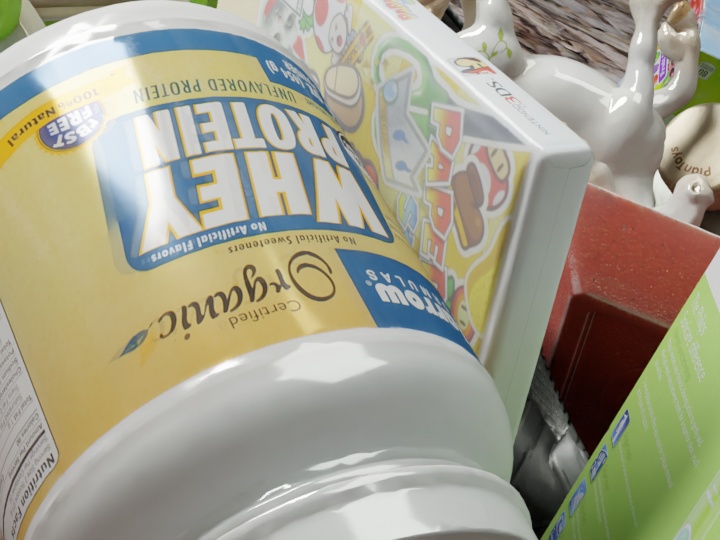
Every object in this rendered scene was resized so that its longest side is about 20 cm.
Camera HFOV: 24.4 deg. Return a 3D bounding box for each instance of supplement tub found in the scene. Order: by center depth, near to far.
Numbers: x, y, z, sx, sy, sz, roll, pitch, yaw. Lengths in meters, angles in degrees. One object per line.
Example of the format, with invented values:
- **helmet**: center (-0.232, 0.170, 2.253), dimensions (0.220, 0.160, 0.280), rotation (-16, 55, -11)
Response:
- **supplement tub**: center (-0.043, 0.034, 0.490), dimensions (0.144, 0.145, 0.200), rotation (9, 40, -42)

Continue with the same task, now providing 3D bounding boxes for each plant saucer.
- **plant saucer**: center (0.155, 0.063, 0.692), dimensions (0.199, 0.200, 0.037), rotation (23, 62, 10)

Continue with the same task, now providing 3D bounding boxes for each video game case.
- **video game case**: center (0.000, 0.004, 0.577), dimensions (0.023, 0.200, 0.182), rotation (-6, 34, -29)

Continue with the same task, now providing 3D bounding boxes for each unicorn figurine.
- **unicorn figurine**: center (0.100, -0.076, 0.743), dimensions (0.200, 0.138, 0.074), rotation (22, -7, 18)

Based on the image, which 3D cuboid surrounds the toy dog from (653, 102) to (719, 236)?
- **toy dog**: center (0.124, 0.005, 0.815), dimensions (0.132, 0.200, 0.097), rotation (23, 46, -39)

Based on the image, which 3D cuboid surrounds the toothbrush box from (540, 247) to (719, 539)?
- **toothbrush box**: center (0.122, 0.090, 0.514), dimensions (0.086, 0.200, 0.146), rotation (25, 19, -6)

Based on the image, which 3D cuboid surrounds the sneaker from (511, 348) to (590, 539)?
- **sneaker**: center (0.028, 0.059, 0.673), dimensions (0.060, 0.104, 0.200), rotation (79, -10, -75)

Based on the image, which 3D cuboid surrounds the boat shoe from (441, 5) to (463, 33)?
- **boat shoe**: center (0.081, -0.081, 0.991), dimensions (0.200, 0.068, 0.074), rotation (55, 44, -3)

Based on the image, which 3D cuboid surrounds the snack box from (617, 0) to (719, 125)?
- **snack box**: center (0.238, -0.070, 1.079), dimensions (0.168, 0.200, 0.068), rotation (23, 53, -10)

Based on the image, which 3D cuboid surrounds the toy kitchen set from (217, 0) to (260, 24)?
- **toy kitchen set**: center (-0.064, -0.099, 0.862), dimensions (0.163, 0.181, 0.201), rotation (-2, 64, -5)

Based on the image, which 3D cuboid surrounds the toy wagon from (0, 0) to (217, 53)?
- **toy wagon**: center (-0.107, -0.101, 0.684), dimensions (0.200, 0.040, 0.155), rotation (56, 27, 8)
